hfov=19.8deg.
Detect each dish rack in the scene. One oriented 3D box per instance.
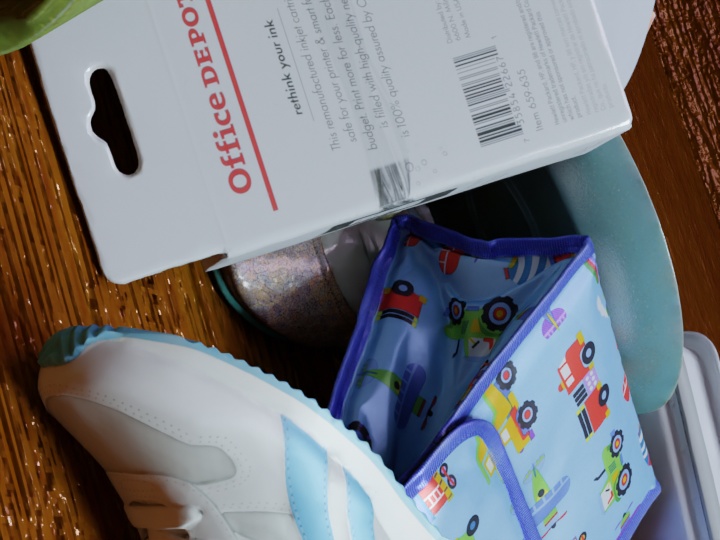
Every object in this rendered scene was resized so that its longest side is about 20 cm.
[{"bbox_3d":[0.102,0.131,0.936,0.043,0.172,0.200,26,39,-30],"label":"dish rack"}]

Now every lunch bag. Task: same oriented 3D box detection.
[{"bbox_3d":[0.031,0.103,0.804,0.200,0.094,0.151,-59,143,-36],"label":"lunch bag"}]

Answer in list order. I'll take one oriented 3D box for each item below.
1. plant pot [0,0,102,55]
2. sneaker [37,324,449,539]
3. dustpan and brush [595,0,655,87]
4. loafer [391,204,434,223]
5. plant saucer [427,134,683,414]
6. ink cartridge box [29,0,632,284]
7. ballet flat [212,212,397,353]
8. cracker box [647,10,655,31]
[{"bbox_3d":[-0.093,-0.152,0.589,0.200,0.200,0.190,63,29,-23],"label":"plant pot"},{"bbox_3d":[-0.029,0.094,0.643,0.200,0.076,0.081,46,63,-23],"label":"sneaker"},{"bbox_3d":[0.088,-0.091,0.947,0.140,0.057,0.200,-33,129,-53],"label":"dustpan and brush"},{"bbox_3d":[0.027,-0.053,1.062,0.072,0.063,0.200,71,15,8],"label":"loafer"},{"bbox_3d":[0.071,-0.023,0.894,0.200,0.027,0.200,55,-18,28],"label":"plant saucer"},{"bbox_3d":[-0.016,-0.073,0.756,0.067,0.200,0.116,156,-84,-79],"label":"ink cartridge box"},{"bbox_3d":[0.000,0.000,0.891,0.200,0.067,0.068,26,46,-68],"label":"ballet flat"},{"bbox_3d":[0.061,-0.152,1.094,0.200,0.058,0.134,56,-31,26],"label":"cracker box"}]
